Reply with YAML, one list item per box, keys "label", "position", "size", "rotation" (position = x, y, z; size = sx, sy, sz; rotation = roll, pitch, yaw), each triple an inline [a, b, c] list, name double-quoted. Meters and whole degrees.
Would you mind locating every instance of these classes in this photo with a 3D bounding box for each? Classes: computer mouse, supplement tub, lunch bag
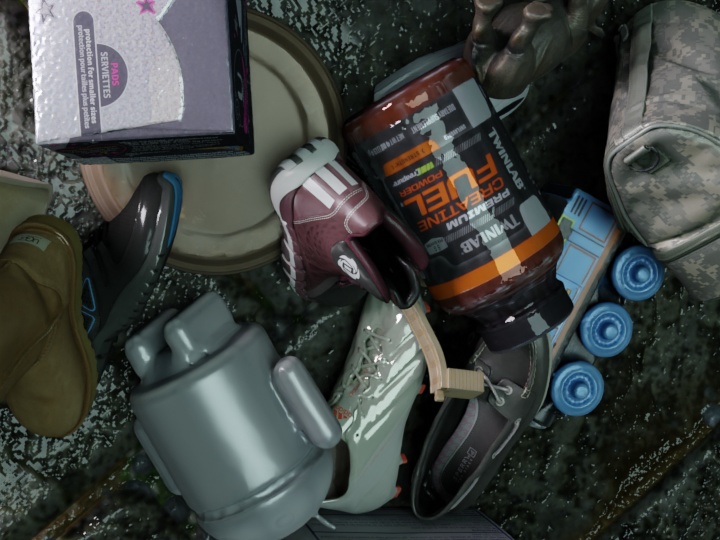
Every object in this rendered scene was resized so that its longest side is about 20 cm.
- label: "computer mouse"
  position: [0.049, -0.130, 0.916]
  size: [0.199, 0.044, 0.110]
  rotation: [-29, 90, -15]
- label: "supplement tub"
  position: [0.077, -0.043, 0.848]
  size: [0.107, 0.107, 0.201]
  rotation: [-32, 96, -12]
- label: "lunch bag"
  position: [0.265, -0.105, 0.925]
  size: [0.168, 0.139, 0.201]
  rotation: [43, 40, -22]

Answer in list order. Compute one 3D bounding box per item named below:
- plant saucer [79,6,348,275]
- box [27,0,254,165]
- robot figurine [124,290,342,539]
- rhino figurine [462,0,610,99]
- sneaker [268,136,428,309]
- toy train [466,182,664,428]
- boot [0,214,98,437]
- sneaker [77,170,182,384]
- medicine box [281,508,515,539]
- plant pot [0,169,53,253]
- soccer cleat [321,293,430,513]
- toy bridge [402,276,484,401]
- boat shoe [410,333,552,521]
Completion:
- label: "plant saucer"
  position: [-0.107, -0.094, 0.861]
  size: [0.199, 0.029, 0.201]
  rotation: [-1, 99, -5]
- label: "box"
  position: [-0.144, -0.177, 0.774]
  size: [0.131, 0.115, 0.201]
  rotation: [-3, 88, 1]
- label: "robot figurine"
  position: [-0.093, 0.118, 0.873]
  size: [0.201, 0.169, 0.113]
  rotation: [62, 35, -10]
- label: "rhino figurine"
  position: [0.146, -0.193, 0.906]
  size: [0.200, 0.060, 0.088]
  rotation: [-35, 152, -40]
- label: "sneaker"
  position: [0.000, 0.000, 0.844]
  size: [0.076, 0.115, 0.200]
  rotation: [-42, 154, -11]
- label: "toy train"
  position: [0.165, 0.029, 0.976]
  size: [0.114, 0.087, 0.201]
  rotation: [27, 93, -13]
- label: "boot"
  position: [-0.233, 0.076, 0.721]
  size: [0.066, 0.200, 0.176]
  rotation: [5, 118, 10]
- label: "sneaker"
  position: [-0.191, 0.010, 0.827]
  size: [0.082, 0.073, 0.200]
  rotation: [29, 109, -11]
- label: "medicine box"
  position: [0.043, 0.261, 0.906]
  size: [0.181, 0.200, 0.104]
  rotation: [5, 98, -20]
- label: "plant pot"
  position: [-0.334, 0.002, 0.732]
  size: [0.176, 0.200, 0.201]
  rotation: [22, 91, 1]
- label: "soccer cleat"
  position: [0.006, 0.098, 0.934]
  size: [0.077, 0.069, 0.201]
  rotation: [1, 103, -37]
- label: "toy bridge"
  position: [0.059, 0.003, 0.911]
  size: [0.067, 0.027, 0.201]
  rotation: [9, 68, -20]
- label: "boat shoe"
  position: [0.093, 0.121, 0.933]
  size: [0.057, 0.067, 0.201]
  rotation: [-28, 145, -53]
